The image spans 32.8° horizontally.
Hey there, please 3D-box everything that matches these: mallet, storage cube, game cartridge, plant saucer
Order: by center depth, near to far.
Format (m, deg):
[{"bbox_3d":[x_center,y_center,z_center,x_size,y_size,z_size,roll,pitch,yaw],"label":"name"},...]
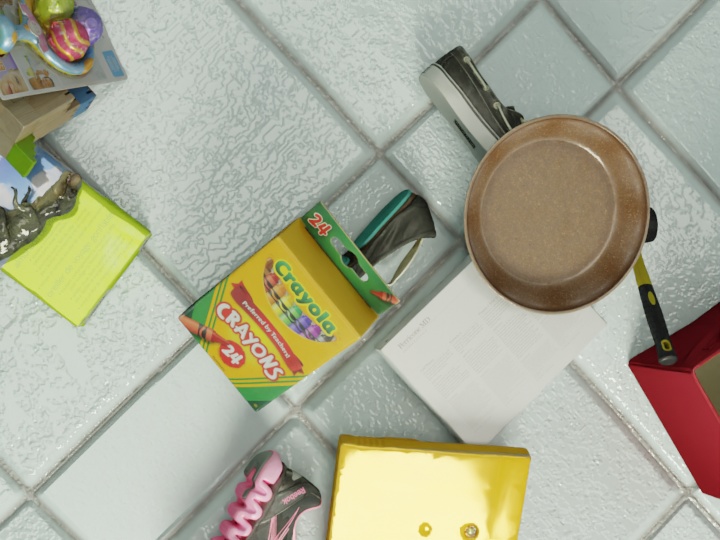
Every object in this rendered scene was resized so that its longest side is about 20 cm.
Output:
[{"bbox_3d":[0.195,-0.058,1.241,0.198,0.037,0.203,-2,101,-11],"label":"plant saucer"},{"bbox_3d":[0.065,0.259,1.256,0.197,0.032,0.178,6,105,-6],"label":"game cartridge"},{"bbox_3d":[0.413,0.125,1.262,0.170,0.180,0.201,-32,92,-8],"label":"storage cube"},{"bbox_3d":[0.284,0.012,1.265,0.065,0.041,0.202,3,50,-2],"label":"mallet"}]

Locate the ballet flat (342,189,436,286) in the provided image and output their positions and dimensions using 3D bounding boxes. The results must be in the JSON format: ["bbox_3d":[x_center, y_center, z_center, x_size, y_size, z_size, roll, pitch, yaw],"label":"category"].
[{"bbox_3d":[0.000,0.000,1.260,0.199,0.068,0.069,-39,103,-7],"label":"ballet flat"}]

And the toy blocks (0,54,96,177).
[{"bbox_3d":[-0.343,-0.203,1.184,0.200,0.100,0.137,46,40,-1],"label":"toy blocks"}]

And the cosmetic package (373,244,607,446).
[{"bbox_3d":[0.136,0.068,1.285,0.200,0.052,0.151,-43,97,-7],"label":"cosmetic package"}]

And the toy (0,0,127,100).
[{"bbox_3d":[-0.289,-0.232,1.159,0.047,0.200,0.116,-23,94,29],"label":"toy"}]

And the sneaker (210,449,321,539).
[{"bbox_3d":[-0.106,0.288,1.237,0.095,0.079,0.201,30,85,-18],"label":"sneaker"}]

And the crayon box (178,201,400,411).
[{"bbox_3d":[-0.073,0.038,1.192,0.200,0.051,0.127,-38,94,35],"label":"crayon box"}]

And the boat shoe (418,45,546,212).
[{"bbox_3d":[0.145,-0.145,1.282,0.063,0.071,0.201,-38,93,-7],"label":"boat shoe"}]

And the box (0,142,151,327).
[{"bbox_3d":[-0.323,-0.050,1.218,0.199,0.048,0.122,38,83,-5],"label":"box"}]

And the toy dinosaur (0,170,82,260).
[{"bbox_3d":[-0.360,-0.040,1.168,0.200,0.047,0.088,-43,101,-1],"label":"toy dinosaur"}]
